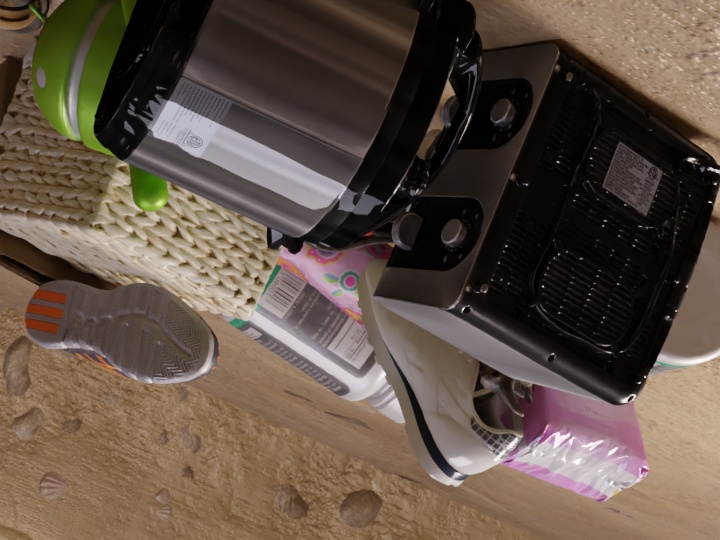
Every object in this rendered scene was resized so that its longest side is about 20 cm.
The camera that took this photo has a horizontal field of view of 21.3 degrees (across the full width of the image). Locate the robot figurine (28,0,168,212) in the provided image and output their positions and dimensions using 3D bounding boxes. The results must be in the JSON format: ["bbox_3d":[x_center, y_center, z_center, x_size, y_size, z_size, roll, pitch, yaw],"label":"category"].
[{"bbox_3d":[-0.140,-0.130,1.340,0.200,0.116,0.176,20,142,12],"label":"robot figurine"}]

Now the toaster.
[{"bbox_3d":[0.126,-0.026,1.221,0.200,0.181,0.119,29,169,-34],"label":"toaster"}]

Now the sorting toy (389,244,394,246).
[{"bbox_3d":[0.047,-0.027,1.738,0.200,0.037,0.185,29,167,-19],"label":"sorting toy"}]

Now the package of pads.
[{"bbox_3d":[0.166,0.088,1.608,0.120,0.200,0.076,25,130,-31],"label":"package of pads"}]

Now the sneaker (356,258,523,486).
[{"bbox_3d":[0.064,0.071,1.556,0.080,0.200,0.076,-35,160,28],"label":"sneaker"}]

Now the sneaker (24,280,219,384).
[{"bbox_3d":[-0.174,0.055,1.592,0.200,0.078,0.112,16,174,37],"label":"sneaker"}]

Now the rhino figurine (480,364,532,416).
[{"bbox_3d":[0.111,0.033,1.527,0.087,0.200,0.060,20,132,-32],"label":"rhino figurine"}]

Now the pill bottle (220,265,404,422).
[{"bbox_3d":[-0.020,0.047,1.752,0.200,0.113,0.113,35,166,-12],"label":"pill bottle"}]

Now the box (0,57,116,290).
[{"bbox_3d":[-0.258,-0.069,1.674,0.021,0.200,0.163,-26,140,34],"label":"box"}]

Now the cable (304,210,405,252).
[{"bbox_3d":[0.030,-0.034,1.567,0.200,0.097,0.050,28,-172,-29],"label":"cable"}]

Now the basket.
[{"bbox_3d":[-0.176,-0.076,1.559,0.198,0.161,0.200,9,163,47],"label":"basket"}]

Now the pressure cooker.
[{"bbox_3d":[-0.035,-0.107,1.106,0.200,0.179,0.176,24,166,-15],"label":"pressure cooker"}]

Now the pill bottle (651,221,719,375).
[{"bbox_3d":[0.213,0.025,1.472,0.113,0.113,0.200,22,169,-8],"label":"pill bottle"}]

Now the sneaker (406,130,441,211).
[{"bbox_3d":[0.107,-0.049,1.404,0.112,0.078,0.200,12,177,19],"label":"sneaker"}]

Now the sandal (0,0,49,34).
[{"bbox_3d":[-0.270,-0.200,1.393,0.082,0.055,0.200,21,169,-3],"label":"sandal"}]

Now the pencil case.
[{"bbox_3d":[0.000,0.000,1.651,0.200,0.088,0.087,36,166,-9],"label":"pencil case"}]
